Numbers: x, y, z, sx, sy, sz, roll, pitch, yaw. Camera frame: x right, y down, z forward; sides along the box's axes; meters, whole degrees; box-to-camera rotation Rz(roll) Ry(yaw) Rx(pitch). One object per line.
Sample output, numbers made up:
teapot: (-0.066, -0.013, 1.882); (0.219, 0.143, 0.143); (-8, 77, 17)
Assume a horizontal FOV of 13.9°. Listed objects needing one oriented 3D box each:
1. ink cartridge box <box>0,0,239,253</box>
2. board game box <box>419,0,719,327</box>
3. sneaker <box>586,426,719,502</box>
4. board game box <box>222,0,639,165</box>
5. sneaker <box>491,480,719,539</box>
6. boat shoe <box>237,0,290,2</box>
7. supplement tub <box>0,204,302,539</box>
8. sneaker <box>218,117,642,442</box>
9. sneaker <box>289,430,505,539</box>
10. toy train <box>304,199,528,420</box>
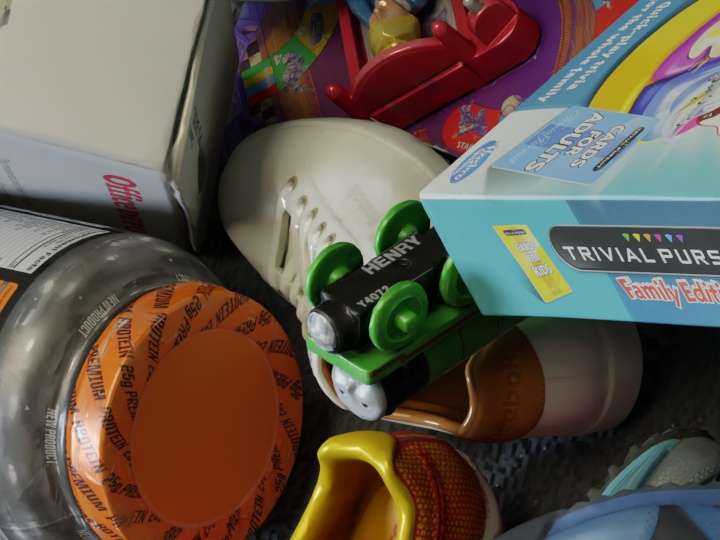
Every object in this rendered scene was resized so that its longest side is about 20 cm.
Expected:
ink cartridge box: (-0.147, -0.079, 1.068); (0.200, 0.145, 0.084); (13, 80, 3)
board game box: (0.133, -0.046, 0.822); (0.151, 0.047, 0.200); (-42, 24, -27)
sneaker: (0.096, 0.146, 0.875); (0.095, 0.079, 0.200); (9, 73, 21)
board game box: (0.018, -0.101, 1.084); (0.200, 0.039, 0.158); (22, 81, 44)
sneaker: (0.119, 0.105, 0.808); (0.200, 0.066, 0.079); (-2, 48, -5)
boat shoe: (-0.007, -0.147, 1.065); (0.202, 0.065, 0.075); (-4, 57, 42)
supplement tub: (-0.123, 0.039, 1.064); (0.200, 0.122, 0.123); (13, 75, 42)
sneaker: (0.000, 0.000, 1.000); (0.200, 0.085, 0.073); (29, 120, 45)
sneaker: (-0.021, 0.145, 0.949); (0.073, 0.077, 0.200); (13, 86, 43)
toy train: (0.060, -0.015, 0.928); (0.200, 0.056, 0.042); (-32, 45, -31)
